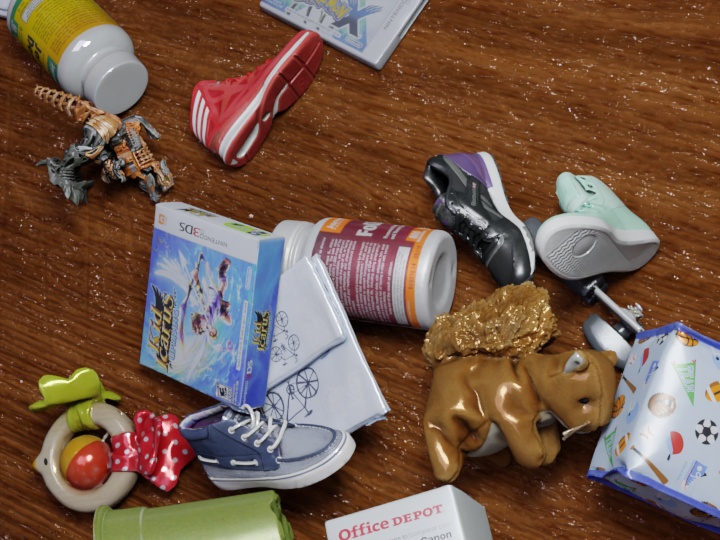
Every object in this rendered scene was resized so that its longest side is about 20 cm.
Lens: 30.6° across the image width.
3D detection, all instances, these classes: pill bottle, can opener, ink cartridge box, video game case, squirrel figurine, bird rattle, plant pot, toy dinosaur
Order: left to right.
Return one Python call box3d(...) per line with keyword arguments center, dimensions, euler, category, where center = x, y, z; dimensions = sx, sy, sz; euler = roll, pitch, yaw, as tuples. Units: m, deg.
box3d(center=(-0.370, -0.296, 1.735), dimensions=(0.113, 0.113, 0.200), euler=(-45, 64, -1), category="pill bottle")
box3d(center=(-0.333, -0.156, 1.672), dimensions=(0.200, 0.102, 0.136), euler=(43, 92, 16), category="toy dinosaur")
box3d(center=(-0.302, 0.210, 1.557), dimensions=(0.200, 0.113, 0.163), euler=(35, 96, 13), category="bird rattle")
box3d(center=(-0.163, 0.323, 1.413), dimensions=(0.190, 0.200, 0.200), euler=(-16, 66, -1), category="plant pot")
box3d(center=(-0.174, 0.038, 1.510), dimensions=(0.181, 0.045, 0.200), euler=(19, 107, 41), category="video game case")
box3d(center=(-0.004, -0.372, 1.687), dimensions=(0.200, 0.022, 0.182), euler=(31, 83, 26), category="video game case")
box3d(center=(0.000, 0.000, 1.499), dimensions=(0.200, 0.114, 0.114), euler=(7, 73, 21), category="pill bottle")
box3d(center=(0.067, 0.340, 1.334), dimensions=(0.145, 0.145, 0.200), euler=(-19, 65, 12), category="ink cartridge box")
box3d(center=(0.165, 0.104, 1.350), dimensions=(0.187, 0.141, 0.200), euler=(-26, 69, 33), category="squirrel figurine")
box3d(center=(0.241, 0.021, 1.442), dimensions=(0.066, 0.053, 0.200), euler=(-41, 63, 0), category="can opener")

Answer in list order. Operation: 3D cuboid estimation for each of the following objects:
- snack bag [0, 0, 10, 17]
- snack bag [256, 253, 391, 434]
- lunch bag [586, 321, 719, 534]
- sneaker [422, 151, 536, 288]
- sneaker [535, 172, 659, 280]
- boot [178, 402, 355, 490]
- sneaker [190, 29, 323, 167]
box3d(center=(-0.543, -0.464, 1.898), dimensions=(0.200, 0.021, 0.189), euler=(15, 77, 23), category="snack bag")
box3d(center=(-0.070, 0.110, 1.470), dimensions=(0.189, 0.021, 0.200), euler=(-35, 74, 38), category="snack bag")
box3d(center=(0.355, 0.167, 1.303), dimensions=(0.200, 0.124, 0.170), euler=(26, 78, -8), category="lunch bag")
box3d(center=(0.125, -0.049, 1.472), dimensions=(0.087, 0.076, 0.200), euler=(0, 48, -25), category="sneaker")
box3d(center=(0.225, -0.054, 1.407), dimensions=(0.118, 0.200, 0.074), euler=(51, 119, 30), category="sneaker")
box3d(center=(-0.107, 0.185, 1.430), dimensions=(0.200, 0.090, 0.073), euler=(-15, 31, 33), category="boot")
box3d(center=(-0.144, -0.239, 1.657), dimensions=(0.115, 0.078, 0.200), euler=(35, 84, 25), category="sneaker")
